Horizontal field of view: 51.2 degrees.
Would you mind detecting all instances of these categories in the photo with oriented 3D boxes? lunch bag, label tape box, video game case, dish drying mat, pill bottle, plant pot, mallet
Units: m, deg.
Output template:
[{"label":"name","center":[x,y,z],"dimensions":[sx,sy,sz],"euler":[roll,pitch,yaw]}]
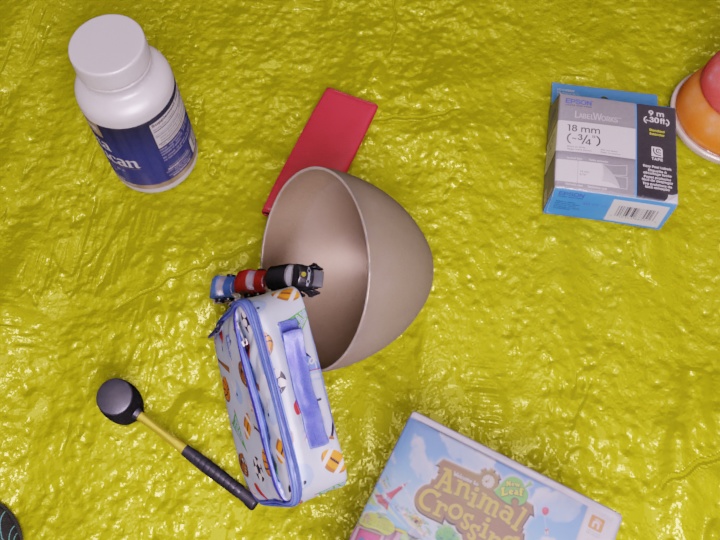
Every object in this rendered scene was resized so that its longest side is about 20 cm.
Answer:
[{"label":"lunch bag","center":[-0.081,0.117,0.713],"dimensions":[0.074,0.160,0.204],"euler":[-13,82,-25]},{"label":"label tape box","center":[0.302,-0.161,0.912],"dimensions":[0.141,0.064,0.204],"euler":[8,65,5]},{"label":"video game case","center":[0.091,0.239,0.617],"dimensions":[0.197,0.022,0.184],"euler":[23,65,17]},{"label":"dish drying mat","center":[-0.049,-0.140,0.937],"dimensions":[0.075,0.018,0.203],"euler":[20,65,10]},{"label":"pill bottle","center":[-0.260,-0.188,0.863],"dimensions":[0.108,0.201,0.113],"euler":[-1,63,1]},{"label":"plant pot","center":[0.000,0.000,0.790],"dimensions":[0.132,0.200,0.204],"euler":[1,57,-37]},{"label":"mallet","center":[-0.185,0.175,0.759],"dimensions":[0.198,0.066,0.041],"euler":[32,70,15]}]

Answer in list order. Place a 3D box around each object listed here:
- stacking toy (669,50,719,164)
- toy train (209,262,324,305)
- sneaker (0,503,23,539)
[{"label":"stacking toy","center":[0.457,-0.231,0.866],"dimensions":[0.142,0.201,0.149],"euler":[-1,63,2]},{"label":"toy train","center":[-0.107,0.016,0.781],"dimensions":[0.045,0.198,0.035],"euler":[13,76,-36]},{"label":"sneaker","center":[-0.352,0.278,0.707],"dimensions":[0.199,0.080,0.075],"euler":[40,71,20]}]
